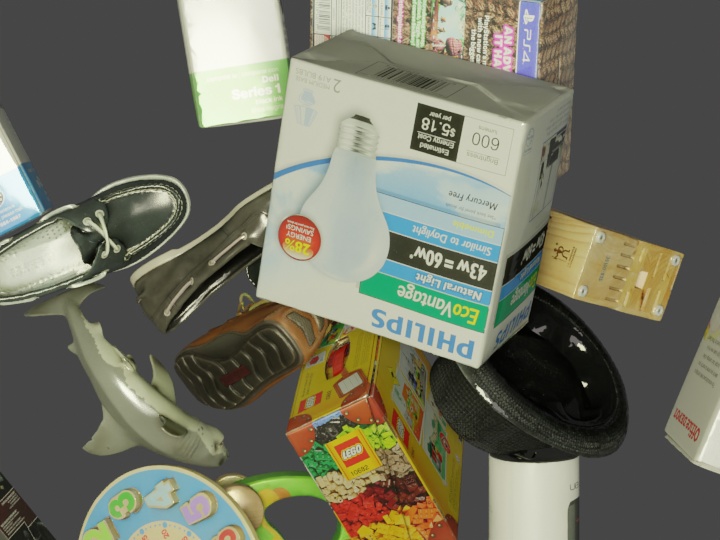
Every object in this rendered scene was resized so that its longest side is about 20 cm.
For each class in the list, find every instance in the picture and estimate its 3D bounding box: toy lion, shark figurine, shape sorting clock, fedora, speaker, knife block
[{"bbox_3d":[-0.033,0.273,1.709,0.191,0.069,0.201,-5,95,-8],"label":"toy lion"},{"bbox_3d":[-0.211,0.105,1.649,0.089,0.128,0.215,-44,88,11],"label":"shark figurine"},{"bbox_3d":[-0.163,0.265,1.668,0.199,0.039,0.201,5,99,33],"label":"shape sorting clock"},{"bbox_3d":[0.129,0.096,1.657,0.201,0.201,0.092,44,124,-5],"label":"fedora"},{"bbox_3d":[0.149,0.254,1.697,0.081,0.081,0.201,0,95,-1],"label":"speaker"},{"bbox_3d":[0.155,-0.024,1.689,0.200,0.175,0.064,13,98,-47],"label":"knife block"}]

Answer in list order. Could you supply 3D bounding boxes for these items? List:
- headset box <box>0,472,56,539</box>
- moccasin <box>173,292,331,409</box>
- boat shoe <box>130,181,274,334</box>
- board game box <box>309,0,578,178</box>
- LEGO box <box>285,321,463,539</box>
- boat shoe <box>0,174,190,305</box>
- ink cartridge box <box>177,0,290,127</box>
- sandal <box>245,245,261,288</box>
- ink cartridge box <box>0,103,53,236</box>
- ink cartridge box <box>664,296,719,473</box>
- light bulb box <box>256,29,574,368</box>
[{"bbox_3d":[-0.361,0.235,1.676,0.149,0.077,0.200,-38,94,13],"label":"headset box"},{"bbox_3d":[-0.089,0.061,1.635,0.074,0.201,0.078,49,52,-3],"label":"moccasin"},{"bbox_3d":[-0.103,-0.016,1.661,0.200,0.067,0.057,-32,75,16],"label":"boat shoe"},{"bbox_3d":[0.066,-0.158,1.597,0.199,0.097,0.160,10,111,21],"label":"board game box"},{"bbox_3d":[0.017,0.129,1.603,0.077,0.200,0.149,-25,109,15],"label":"LEGO box"},{"bbox_3d":[-0.238,-0.021,1.673,0.199,0.060,0.076,-28,98,2],"label":"boat shoe"},{"bbox_3d":[-0.107,-0.222,1.615,0.084,0.146,0.201,-8,96,-1],"label":"ink cartridge box"},{"bbox_3d":[0.001,-0.001,1.685,0.199,0.048,0.076,6,94,0],"label":"sandal"},{"bbox_3d":[-0.369,-0.107,1.651,0.146,0.086,0.201,-26,94,1],"label":"ink cartridge box"},{"bbox_3d":[0.340,0.073,1.650,0.084,0.145,0.201,22,94,-3],"label":"ink cartridge box"},{"bbox_3d":[0.041,-0.058,1.515,0.197,0.125,0.201,17,113,19],"label":"light bulb box"}]
